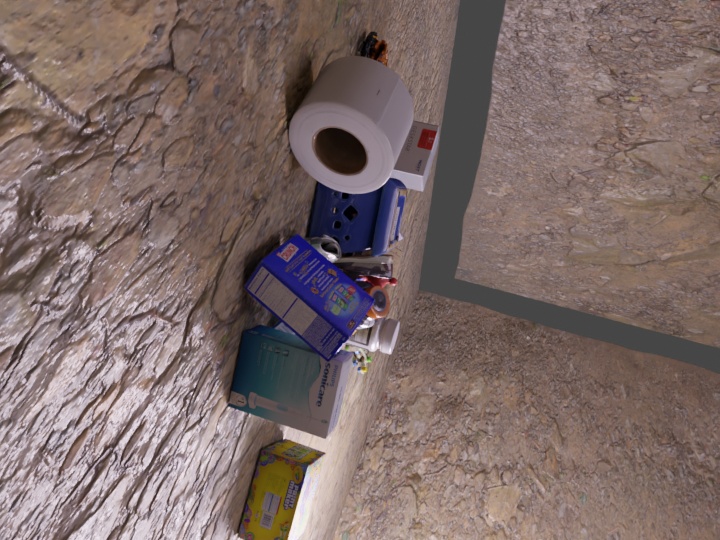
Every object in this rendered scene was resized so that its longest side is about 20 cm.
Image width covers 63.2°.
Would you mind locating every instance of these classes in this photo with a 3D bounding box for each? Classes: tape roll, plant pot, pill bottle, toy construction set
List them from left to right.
[{"bbox_3d":[-0.024,0.087,1.357,0.105,0.198,0.108,13,70,-42],"label":"pill bottle"},{"bbox_3d":[-0.015,-0.261,1.063,0.204,0.199,0.140,89,20,-53],"label":"tape roll"},{"bbox_3d":[0.003,-0.134,1.345,0.200,0.177,0.204,-28,130,-76],"label":"plant pot"},{"bbox_3d":[0.007,0.261,2.071,0.200,0.091,0.133,-67,144,-68],"label":"toy construction set"},{"bbox_3d":[0.006,0.165,1.675,0.114,0.197,0.116,15,90,-79],"label":"pill bottle"}]

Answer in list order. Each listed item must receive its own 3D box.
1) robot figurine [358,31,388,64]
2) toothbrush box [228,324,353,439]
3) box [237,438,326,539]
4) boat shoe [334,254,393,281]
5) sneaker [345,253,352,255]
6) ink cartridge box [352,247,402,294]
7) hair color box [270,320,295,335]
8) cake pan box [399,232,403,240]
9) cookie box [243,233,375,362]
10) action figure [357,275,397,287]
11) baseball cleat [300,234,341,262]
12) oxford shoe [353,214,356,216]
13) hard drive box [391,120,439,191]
[{"bbox_3d":[0.018,-0.446,1.349,0.146,0.057,0.202,83,24,-63],"label":"robot figurine"},{"bbox_3d":[-0.127,0.201,1.081,0.085,0.197,0.149,-18,121,-76],"label":"toothbrush box"},{"bbox_3d":[-0.184,0.533,1.407,0.193,0.120,0.203,41,64,-78],"label":"box"},{"bbox_3d":[-0.018,-0.001,1.361,0.072,0.196,0.066,172,-87,-82],"label":"boat shoe"},{"bbox_3d":[-0.002,-0.041,1.705,0.201,0.077,0.091,-64,161,-46],"label":"sneaker"},{"bbox_3d":[0.036,-0.003,1.637,0.200,0.074,0.167,25,82,-67],"label":"ink cartridge box"},{"bbox_3d":[-0.142,0.177,1.244,0.100,0.060,0.201,-40,152,-26],"label":"hair color box"},{"bbox_3d":[0.052,-0.173,1.610,0.186,0.052,0.200,63,7,8],"label":"cake pan box"},{"bbox_3d":[-0.088,0.043,1.064,0.075,0.199,0.171,-49,180,25],"label":"cookie box"},{"bbox_3d":[0.000,0.000,1.450,0.099,0.197,0.066,-44,147,-71],"label":"action figure"},{"bbox_3d":[-0.088,-0.016,1.232,0.200,0.104,0.071,71,13,-73],"label":"baseball cleat"},{"bbox_3d":[-0.015,-0.122,1.561,0.200,0.070,0.075,-36,145,-70],"label":"oxford shoe"},{"bbox_3d":[0.088,-0.308,1.501,0.077,0.197,0.158,77,29,-67],"label":"hard drive box"}]
